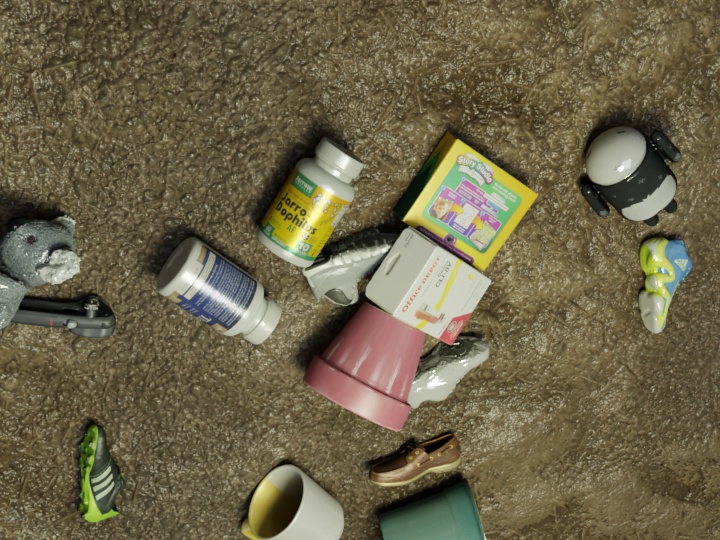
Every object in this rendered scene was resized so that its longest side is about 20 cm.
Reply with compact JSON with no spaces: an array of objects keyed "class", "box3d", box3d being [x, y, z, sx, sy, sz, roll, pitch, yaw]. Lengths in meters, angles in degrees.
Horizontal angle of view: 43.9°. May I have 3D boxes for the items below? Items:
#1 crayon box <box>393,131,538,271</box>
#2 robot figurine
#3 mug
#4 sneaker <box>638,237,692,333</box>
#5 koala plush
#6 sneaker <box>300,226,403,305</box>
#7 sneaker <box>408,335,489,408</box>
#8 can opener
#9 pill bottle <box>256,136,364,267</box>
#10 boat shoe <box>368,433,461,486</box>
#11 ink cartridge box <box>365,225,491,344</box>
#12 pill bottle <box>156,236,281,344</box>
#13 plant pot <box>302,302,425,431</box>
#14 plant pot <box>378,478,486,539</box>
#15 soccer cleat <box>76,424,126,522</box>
[{"class":"crayon box","box3d":[0.189,-0.121,1.602,0.199,0.058,0.173,30,100,-25]},{"class":"robot figurine","box3d":[0.497,-0.173,1.636,0.200,0.125,0.151,41,73,-27]},{"class":"mug","box3d":[-0.124,0.474,1.740,0.153,0.186,0.150,38,66,-35]},{"class":"sneaker","box3d":[0.615,0.027,1.779,0.104,0.076,0.201,-13,114,-11]},{"class":"koala plush","box3d":[-0.530,-0.014,1.382,0.199,0.177,0.185,-23,122,-10]},{"class":"sneaker","box3d":[0.000,0.000,1.598,0.199,0.075,0.116,-17,121,2]},{"class":"sneaker","box3d":[0.163,0.200,1.730,0.199,0.078,0.100,-25,124,5]},{"class":"can opener","box3d":[-0.505,0.076,1.480,0.199,0.063,0.079,8,111,-19]},{"class":"pill bottle","box3d":[-0.080,-0.116,1.495,0.112,0.113,0.201,28,103,-25]},{"class":"boat shoe","box3d":[0.107,0.374,1.785,0.199,0.072,0.068,-12,110,-18]},{"class":"ink cartridge box","box3d":[0.122,0.031,1.583,0.200,0.083,0.146,28,96,-49]},{"class":"pill bottle","box3d":[-0.236,0.041,1.517,0.200,0.111,0.111,36,99,-26]},{"class":"plant pot","box3d":[0.023,0.165,1.611,0.199,0.200,0.180,29,87,-25]},{"class":"plant pot","box3d":[0.147,0.545,1.807,0.195,0.200,0.201,-15,116,-1]},{"class":"soccer cleat","box3d":[-0.467,0.364,1.620,0.081,0.067,0.201,-5,116,-33]}]
